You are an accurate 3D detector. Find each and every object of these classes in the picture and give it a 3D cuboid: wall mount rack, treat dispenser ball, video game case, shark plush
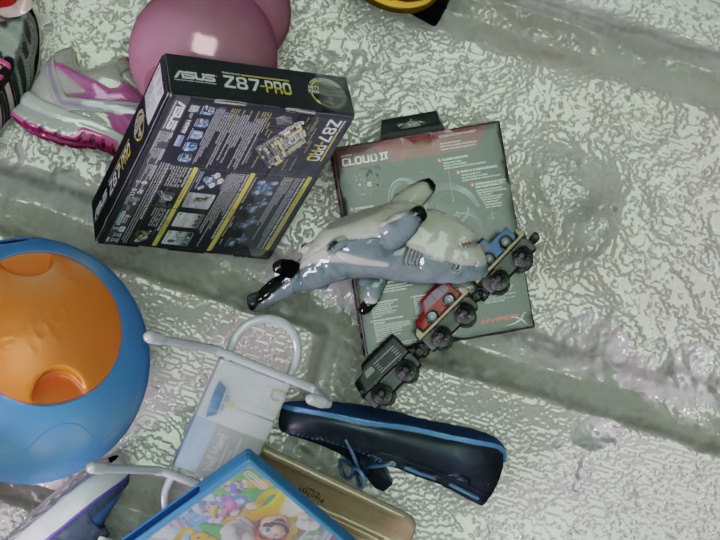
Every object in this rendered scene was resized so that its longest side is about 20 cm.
[{"bbox_3d":[-0.125,0.126,1.475,0.173,0.075,0.201,22,96,-19],"label":"wall mount rack"},{"bbox_3d":[-0.273,0.073,1.477,0.200,0.201,0.202,0,88,-2],"label":"treat dispenser ball"},{"bbox_3d":[-0.121,0.243,1.482,0.200,0.018,0.143,-36,122,16],"label":"video game case"},{"bbox_3d":[0.000,0.000,1.481,0.199,0.091,0.084,-22,106,2],"label":"shark plush"}]

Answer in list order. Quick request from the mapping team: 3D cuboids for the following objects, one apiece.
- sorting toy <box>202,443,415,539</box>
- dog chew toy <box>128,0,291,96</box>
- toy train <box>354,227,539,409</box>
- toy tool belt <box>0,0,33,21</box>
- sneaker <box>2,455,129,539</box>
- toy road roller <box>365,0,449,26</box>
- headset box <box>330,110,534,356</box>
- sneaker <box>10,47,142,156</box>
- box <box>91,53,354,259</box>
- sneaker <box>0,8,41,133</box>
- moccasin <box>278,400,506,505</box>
[{"bbox_3d":[-0.071,0.262,1.551,0.184,0.036,0.201,25,96,5],"label":"sorting toy"},{"bbox_3d":[-0.115,-0.213,1.520,0.124,0.125,0.200,24,50,-1],"label":"dog chew toy"},{"bbox_3d":[0.071,0.034,1.503,0.200,0.034,0.046,-44,78,-2],"label":"toy train"},{"bbox_3d":[-0.363,-0.277,1.513,0.199,0.125,0.124,-2,79,32],"label":"toy tool belt"},{"bbox_3d":[-0.239,0.272,1.537,0.200,0.081,0.147,-42,98,-7],"label":"sneaker"},{"bbox_3d":[0.058,-0.314,1.533,0.123,0.146,0.201,29,87,-1],"label":"toy road roller"},{"bbox_3d":[0.059,-0.036,1.557,0.148,0.077,0.201,-10,87,-2],"label":"headset box"},{"bbox_3d":[-0.194,-0.136,1.549,0.199,0.081,0.089,19,84,-6],"label":"sneaker"},{"bbox_3d":[-0.115,-0.088,1.474,0.160,0.200,0.049,6,53,-23],"label":"box"},{"bbox_3d":[-0.333,-0.145,1.540,0.074,0.087,0.201,27,87,-1],"label":"sneaker"},{"bbox_3d":[0.025,0.159,1.546,0.199,0.080,0.069,13,96,1],"label":"moccasin"}]
